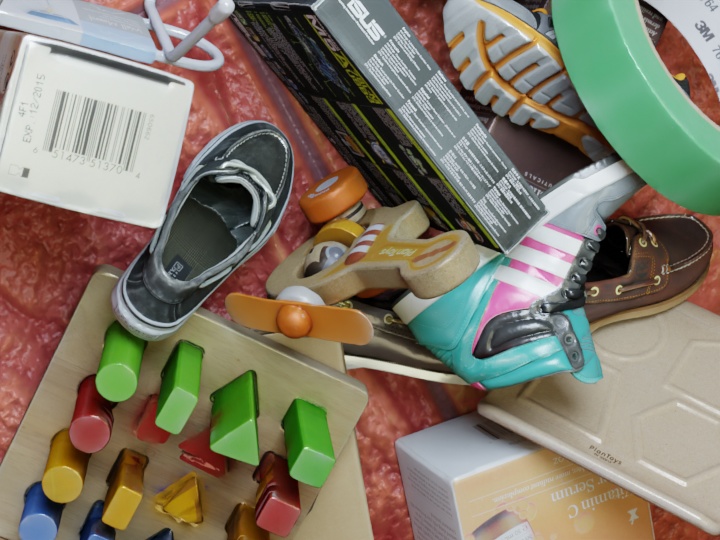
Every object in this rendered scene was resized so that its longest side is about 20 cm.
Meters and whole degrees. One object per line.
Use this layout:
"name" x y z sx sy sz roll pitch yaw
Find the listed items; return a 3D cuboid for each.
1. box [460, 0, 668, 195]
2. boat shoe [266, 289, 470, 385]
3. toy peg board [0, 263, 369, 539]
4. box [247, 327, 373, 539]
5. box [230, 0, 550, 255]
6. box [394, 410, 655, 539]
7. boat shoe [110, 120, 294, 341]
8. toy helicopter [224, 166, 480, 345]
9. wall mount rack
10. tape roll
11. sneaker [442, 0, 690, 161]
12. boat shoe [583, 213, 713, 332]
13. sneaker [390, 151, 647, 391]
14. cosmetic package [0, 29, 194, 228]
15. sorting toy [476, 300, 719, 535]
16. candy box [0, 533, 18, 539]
"box" 0.139 -0.141 1.073 0.100 0.075 0.200 23 93 -25
"boat shoe" 0.027 0.040 1.065 0.199 0.072 0.060 7 101 -17
"toy peg board" -0.123 0.134 0.963 0.200 0.098 0.200 26 103 -12
"box" -0.080 0.137 1.032 0.163 0.021 0.201 -9 108 -1
"box" 0.009 -0.108 0.959 0.048 0.193 0.200 -44 112 -11
"box" 0.130 0.207 1.118 0.152 0.106 0.201 -18 106 -18
"boat shoe" -0.084 -0.035 0.953 0.072 0.071 0.200 39 46 -12
"toy helicopter" 0.000 0.000 0.931 0.132 0.200 0.079 -39 109 -24
"wall mount rack" -0.160 -0.168 0.889 0.199 0.174 0.075 11 113 -24
"tape roll" 0.211 -0.135 0.974 0.200 0.048 0.201 24 50 -32
"sneaker" 0.141 -0.135 1.004 0.200 0.078 0.077 31 62 -20
"boat shoe" 0.183 -0.003 1.082 0.200 0.070 0.070 -24 136 -30
"sneaker" 0.133 0.012 0.976 0.200 0.084 0.121 -35 88 7
"cosmetic package" -0.178 -0.089 0.884 0.103 0.200 0.088 13 94 -25
"sorting toy" 0.205 0.087 1.065 0.200 0.185 0.037 -45 153 -41
"candy box" -0.196 0.233 0.938 0.115 0.200 0.055 26 93 -24
